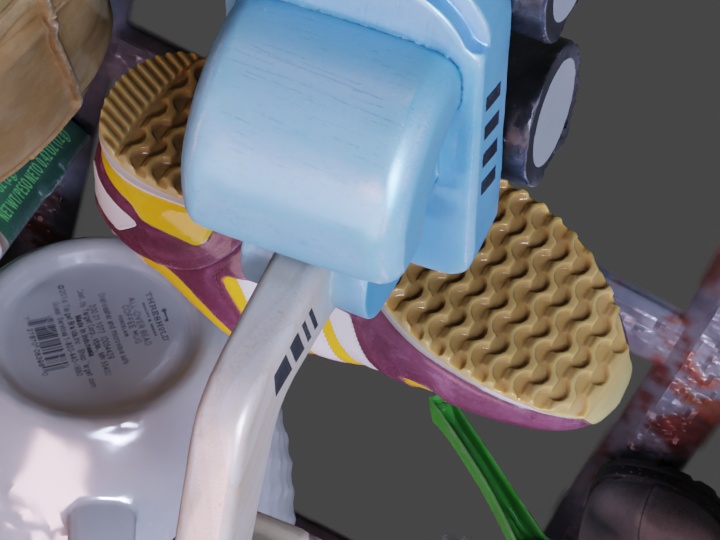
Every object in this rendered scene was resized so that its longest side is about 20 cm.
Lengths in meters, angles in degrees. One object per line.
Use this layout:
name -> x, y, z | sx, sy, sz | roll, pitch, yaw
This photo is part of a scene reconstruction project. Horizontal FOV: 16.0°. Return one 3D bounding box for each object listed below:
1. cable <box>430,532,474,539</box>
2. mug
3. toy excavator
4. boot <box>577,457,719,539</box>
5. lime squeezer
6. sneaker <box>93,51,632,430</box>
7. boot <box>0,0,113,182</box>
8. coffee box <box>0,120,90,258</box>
cable -> 0.018, 0.201, 0.997 | 0.069, 0.200, 0.200 | 4, 101, 2
mug -> -0.095, 0.096, 0.953 | 0.148, 0.200, 0.175 | -3, 139, -5
toy excavator -> -0.016, -0.009, 0.756 | 0.100, 0.200, 0.195 | 20, 143, 15
boot -> 0.094, 0.178, 0.956 | 0.070, 0.132, 0.200 | 13, 132, 22
lime squeezer -> 0.081, 0.099, 0.886 | 0.038, 0.071, 0.200 | 0, -169, -25
sneaker -> 0.000, 0.000, 0.878 | 0.200, 0.075, 0.090 | 32, 154, 9
boot -> -0.090, -0.104, 0.781 | 0.066, 0.175, 0.200 | 49, 171, 5
coffee box -> -0.208, -0.062, 0.899 | 0.200, 0.123, 0.044 | 40, 145, -11
